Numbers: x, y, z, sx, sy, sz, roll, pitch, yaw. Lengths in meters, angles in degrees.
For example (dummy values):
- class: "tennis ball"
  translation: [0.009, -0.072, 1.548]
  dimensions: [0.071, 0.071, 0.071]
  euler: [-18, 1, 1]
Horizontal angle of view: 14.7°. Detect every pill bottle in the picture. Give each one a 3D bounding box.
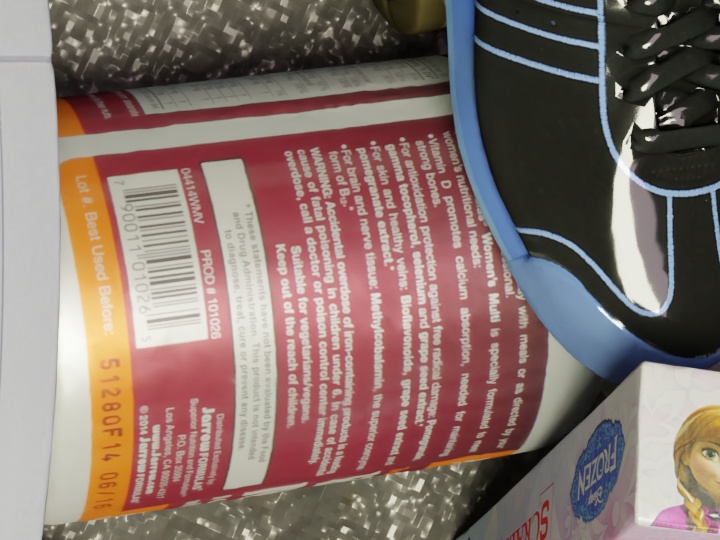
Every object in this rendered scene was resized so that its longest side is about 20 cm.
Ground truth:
- class: "pill bottle"
  translation: [0.000, 0.000, 0.738]
  dimensions: [0.200, 0.110, 0.110]
  euler: [-7, 100, -16]

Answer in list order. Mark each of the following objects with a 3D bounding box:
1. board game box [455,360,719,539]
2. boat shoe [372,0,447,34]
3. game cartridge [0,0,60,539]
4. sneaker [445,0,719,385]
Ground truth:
- class: "board game box"
  translation: [0.140, 0.081, 0.733]
  dimensions: [0.199, 0.200, 0.041]
  euler: [7, 71, -8]
- class: "boat shoe"
  translation: [0.028, -0.166, 0.748]
  dimensions: [0.066, 0.072, 0.201]
  euler: [-9, 106, -22]
- class: "game cartridge"
  translation: [-0.117, 0.002, 0.688]
  dimensions: [0.040, 0.133, 0.201]
  euler: [-3, 99, -36]
- class: "sneaker"
  translation: [0.063, -0.072, 0.669]
  dimensions: [0.070, 0.078, 0.200]
  euler: [-13, 87, -28]
